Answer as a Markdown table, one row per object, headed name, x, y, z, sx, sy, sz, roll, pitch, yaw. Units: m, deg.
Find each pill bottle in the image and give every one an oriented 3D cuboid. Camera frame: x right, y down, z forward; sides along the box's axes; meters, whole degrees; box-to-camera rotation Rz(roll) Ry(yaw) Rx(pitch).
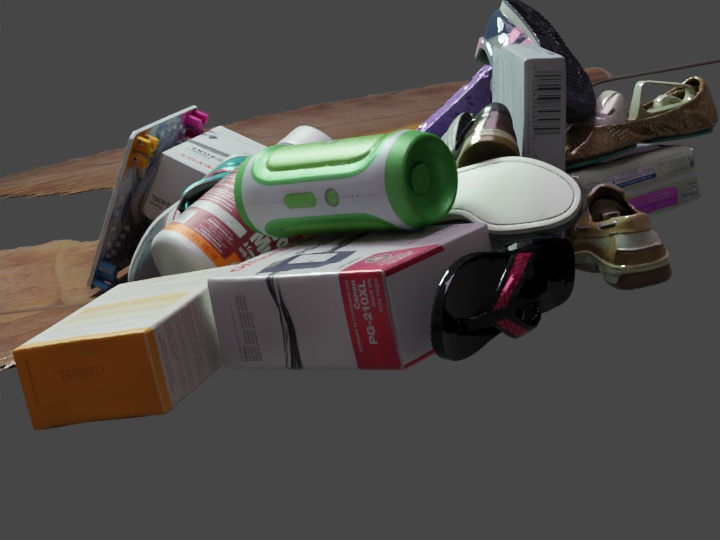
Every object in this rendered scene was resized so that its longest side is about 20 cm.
| name | x | y | z | sx | sy | sz | roll | pitch | yaw |
| --- | --- | --- | --- | --- | --- | --- | --- | --- | --- |
| pill bottle | -0.100 | -0.049 | 1.451 | 0.200 | 0.110 | 0.109 | -43 | 25 | -25 |

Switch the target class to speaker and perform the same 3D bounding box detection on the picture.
| name | x | y | z | sx | sy | sz | roll | pitch | yaw |
| --- | --- | --- | --- | --- | --- | --- | --- | --- | --- |
| speaker | -0.015 | -0.072 | 1.261 | 0.199 | 0.089 | 0.088 | -2 | 16 | 42 |

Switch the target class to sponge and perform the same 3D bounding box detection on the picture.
| name | x | y | z | sx | sy | sz | roll | pitch | yaw |
| --- | --- | --- | --- | --- | --- | --- | --- | --- | --- |
| sponge | 0.140 | -0.152 | 1.597 | 0.200 | 0.112 | 0.030 | -42 | 21 | 14 |

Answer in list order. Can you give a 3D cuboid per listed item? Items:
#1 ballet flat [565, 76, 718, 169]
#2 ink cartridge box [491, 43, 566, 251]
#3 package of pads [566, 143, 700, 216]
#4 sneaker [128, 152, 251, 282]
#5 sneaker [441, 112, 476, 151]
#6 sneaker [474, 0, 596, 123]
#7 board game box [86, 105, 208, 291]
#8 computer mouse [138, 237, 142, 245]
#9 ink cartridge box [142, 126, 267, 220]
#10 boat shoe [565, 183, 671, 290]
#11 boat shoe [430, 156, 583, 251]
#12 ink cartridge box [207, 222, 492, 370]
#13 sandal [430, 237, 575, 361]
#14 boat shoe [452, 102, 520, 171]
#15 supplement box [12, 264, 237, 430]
| name | x | y | z | sx | sy | sz | roll | pitch | yaw |
| --- | --- | --- | --- | --- | --- | --- | --- | --- | --- |
| ballet flat | 0.265 | -0.151 | 1.453 | 0.199 | 0.066 | 0.070 | -17 | 16 | -27 |
| ink cartridge box | 0.156 | -0.108 | 1.375 | 0.040 | 0.201 | 0.200 | -2 | 13 | -3 |
| package of pads | 0.224 | -0.084 | 1.510 | 0.154 | 0.069 | 0.200 | -17 | 12 | -24 |
| sneaker | -0.174 | -0.034 | 1.544 | 0.200 | 0.084 | 0.121 | -48 | 9 | 9 |
| sneaker | 0.084 | -0.067 | 1.504 | 0.085 | 0.077 | 0.201 | -35 | 24 | 45 |
| sneaker | 0.172 | -0.191 | 1.475 | 0.070 | 0.082 | 0.200 | 20 | 31 | -28 |
| board game box | -0.253 | -0.088 | 1.777 | 0.026 | 0.201 | 0.200 | 23 | 20 | 9 |
| computer mouse | -0.207 | -0.032 | 1.796 | 0.109 | 0.044 | 0.200 | -1 | 11 | 20 |
| ink cartridge box | -0.154 | -0.095 | 1.782 | 0.145 | 0.084 | 0.200 | 25 | 19 | 7 |
| boat shoe | 0.219 | -0.040 | 1.286 | 0.071 | 0.077 | 0.200 | -15 | 12 | -9 |
| boat shoe | 0.107 | -0.049 | 1.254 | 0.199 | 0.062 | 0.073 | -1 | 58 | 36 |
| ink cartridge box | -0.006 | 0.022 | 1.220 | 0.199 | 0.085 | 0.144 | -3 | 14 | 41 |
| sandal | 0.122 | 0.017 | 1.149 | 0.045 | 0.076 | 0.200 | 10 | 21 | 39 |
| boat shoe | 0.106 | -0.072 | 1.339 | 0.071 | 0.201 | 0.066 | 16 | 55 | 0 |
| supplement box | -0.185 | 0.063 | 1.249 | 0.125 | 0.074 | 0.200 | -9 | 13 | 20 |
